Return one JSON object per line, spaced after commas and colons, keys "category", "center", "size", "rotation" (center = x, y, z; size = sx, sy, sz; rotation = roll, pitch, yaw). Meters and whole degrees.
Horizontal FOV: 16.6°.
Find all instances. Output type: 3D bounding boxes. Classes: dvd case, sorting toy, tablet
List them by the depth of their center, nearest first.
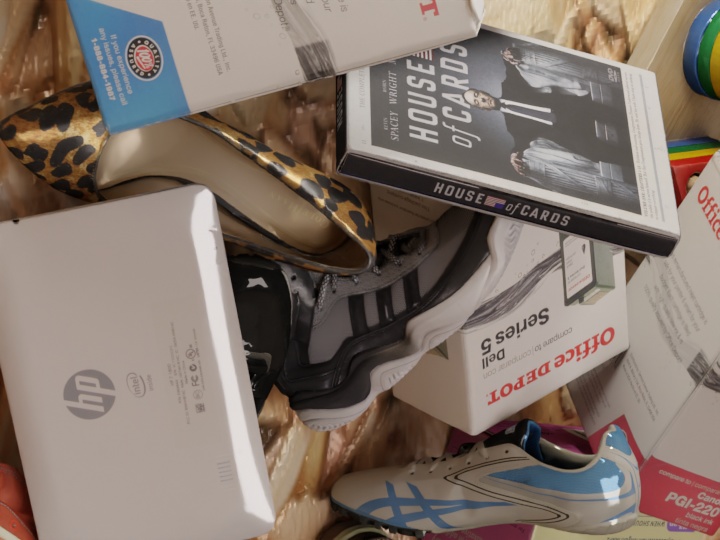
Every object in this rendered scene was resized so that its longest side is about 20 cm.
{"category": "tablet", "center": [-0.125, 0.060, 1.325], "size": [0.129, 0.014, 0.201], "rotation": [-11, 105, -4]}
{"category": "dvd case", "center": [0.082, -0.086, 1.417], "size": [0.199, 0.151, 0.025], "rotation": [14, 131, -14]}
{"category": "sorting toy", "center": [0.254, -0.084, 1.677], "size": [0.199, 0.069, 0.201], "rotation": [31, 86, -45]}

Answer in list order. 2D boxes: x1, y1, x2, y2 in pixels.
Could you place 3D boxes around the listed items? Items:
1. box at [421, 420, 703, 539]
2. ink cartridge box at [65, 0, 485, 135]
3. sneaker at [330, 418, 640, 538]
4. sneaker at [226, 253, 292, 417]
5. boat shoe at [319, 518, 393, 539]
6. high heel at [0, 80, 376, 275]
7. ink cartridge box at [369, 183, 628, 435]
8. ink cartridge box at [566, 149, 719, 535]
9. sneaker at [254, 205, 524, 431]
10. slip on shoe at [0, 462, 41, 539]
{"category": "box", "center": [0.128, 0.211, 1.668], "size": [0.175, 0.096, 0.201], "rotation": [7, 102, -43]}
{"category": "ink cartridge box", "center": [-0.049, -0.169, 1.257], "size": [0.199, 0.084, 0.146], "rotation": [-14, 101, 10]}
{"category": "sneaker", "center": [0.077, 0.129, 1.541], "size": [0.072, 0.199, 0.073], "rotation": [-12, 98, -71]}
{"category": "sneaker", "center": [-0.078, 0.089, 1.390], "size": [0.075, 0.088, 0.201], "rotation": [7, 122, -22]}
{"category": "boat shoe", "center": [0.003, 0.265, 1.588], "size": [0.074, 0.075, 0.203], "rotation": [-16, 117, -29]}
{"category": "high heel", "center": [-0.087, -0.045, 1.329], "size": [0.199, 0.142, 0.072], "rotation": [6, 113, -44]}
{"category": "ink cartridge box", "center": [0.088, -0.021, 1.542], "size": [0.145, 0.084, 0.201], "rotation": [-26, 123, -32]}
{"category": "ink cartridge box", "center": [0.228, 0.045, 1.585], "size": [0.084, 0.146, 0.200], "rotation": [19, 117, -22]}
{"category": "sneaker", "center": [0.000, 0.000, 1.428], "size": [0.114, 0.076, 0.200], "rotation": [38, 116, -16]}
{"category": "slip on shoe", "center": [-0.228, 0.112, 1.334], "size": [0.200, 0.074, 0.061], "rotation": [47, 40, -37]}
